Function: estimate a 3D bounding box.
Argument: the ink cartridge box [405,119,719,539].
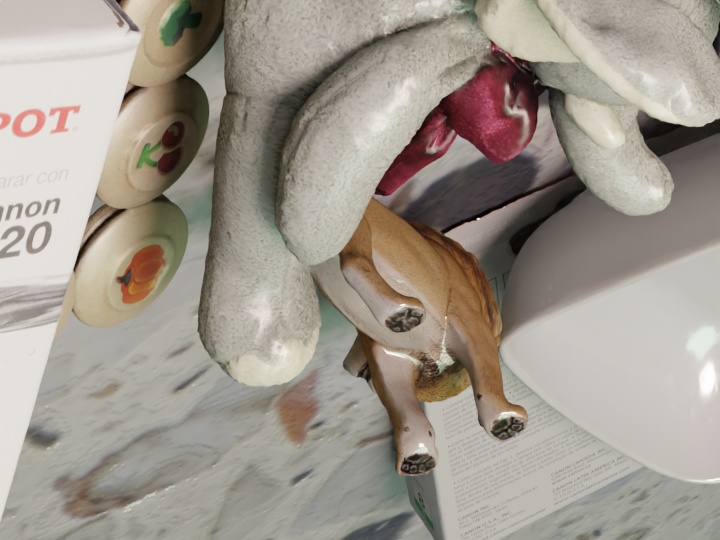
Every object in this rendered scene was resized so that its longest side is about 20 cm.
[{"bbox_3d":[0.089,0.021,1.262,0.160,0.050,0.201,-25,135,-15],"label":"ink cartridge box"}]

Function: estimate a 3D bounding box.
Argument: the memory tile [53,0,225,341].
[{"bbox_3d":[-0.100,-0.045,0.874,0.153,0.017,0.201,-23,139,-39],"label":"memory tile"}]

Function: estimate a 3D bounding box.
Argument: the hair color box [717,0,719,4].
[{"bbox_3d":[0.161,-0.140,0.885,0.200,0.111,0.064,-30,170,-49],"label":"hair color box"}]

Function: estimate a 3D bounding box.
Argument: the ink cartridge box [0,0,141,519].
[{"bbox_3d":[-0.158,0.004,0.766,0.145,0.085,0.201,-9,128,-40],"label":"ink cartridge box"}]

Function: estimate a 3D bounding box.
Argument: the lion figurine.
[{"bbox_3d":[0.000,0.000,1.063,0.072,0.123,0.200,-26,140,9],"label":"lion figurine"}]

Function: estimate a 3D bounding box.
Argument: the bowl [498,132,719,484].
[{"bbox_3d":[0.171,0.005,1.178,0.199,0.075,0.200,-23,145,26],"label":"bowl"}]

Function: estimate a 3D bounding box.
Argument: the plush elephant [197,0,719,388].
[{"bbox_3d":[0.043,-0.073,0.884,0.165,0.154,0.201,-68,165,-46],"label":"plush elephant"}]

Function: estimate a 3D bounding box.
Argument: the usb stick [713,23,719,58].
[{"bbox_3d":[0.163,-0.133,1.070,0.055,0.033,0.200,-30,155,-19],"label":"usb stick"}]
